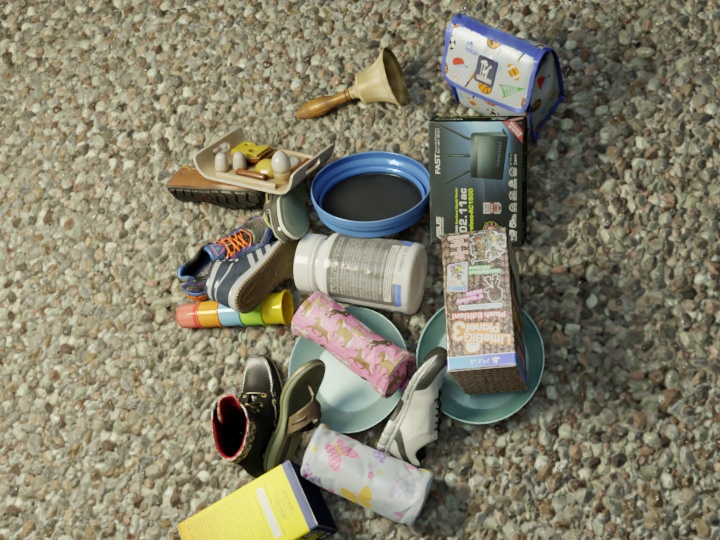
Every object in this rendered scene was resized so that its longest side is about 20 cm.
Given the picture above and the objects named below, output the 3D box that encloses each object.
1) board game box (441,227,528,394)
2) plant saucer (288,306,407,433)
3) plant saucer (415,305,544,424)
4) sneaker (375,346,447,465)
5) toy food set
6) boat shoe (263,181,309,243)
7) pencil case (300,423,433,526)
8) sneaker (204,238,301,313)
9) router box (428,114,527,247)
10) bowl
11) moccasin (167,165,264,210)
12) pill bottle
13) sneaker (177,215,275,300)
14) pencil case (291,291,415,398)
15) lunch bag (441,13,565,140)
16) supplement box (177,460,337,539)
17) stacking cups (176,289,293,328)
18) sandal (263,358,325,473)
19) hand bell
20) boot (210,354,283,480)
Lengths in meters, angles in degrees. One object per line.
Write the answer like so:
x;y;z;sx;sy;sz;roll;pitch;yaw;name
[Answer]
0.182;0.063;1.339;0.095;0.160;0.203;-6;69;14;board game box
-0.016;0.160;1.466;0.198;0.039;0.204;-5;70;15;plant saucer
0.185;0.138;1.418;0.197;0.036;0.203;-5;71;14;plant saucer
0.097;0.204;1.376;0.079;0.074;0.202;30;117;13;sneaker
-0.162;-0.196;1.553;0.197;0.061;0.144;14;35;23;toy food set
-0.128;-0.099;1.535;0.060;0.072;0.202;-35;26;19;boat shoe
0.010;0.300;1.363;0.198;0.084;0.091;22;48;5;pencil case
-0.174;-0.008;1.530;0.107;0.071;0.200;10;40;39;sneaker
0.185;-0.141;1.447;0.148;0.062;0.203;2;106;17;router box
0.018;-0.124;1.506;0.197;0.040;0.202;-3;40;3;bowl
-0.248;-0.153;1.617;0.199;0.074;0.079;7;64;38;moccasin
0.000;0.000;1.475;0.197;0.114;0.115;9;74;18;pill bottle
-0.228;-0.024;1.567;0.199;0.078;0.076;-40;67;0;sneaker
-0.011;0.114;1.409;0.199;0.086;0.084;33;114;22;pencil case
0.226;-0.317;1.475;0.169;0.200;0.125;29;80;21;lunch bag
-0.153;0.389;1.387;0.198;0.109;0.110;-31;66;4;supplement box
-0.212;0.067;1.547;0.197;0.061;0.061;-4;70;19;stacking cups
-0.089;0.228;1.402;0.057;0.079;0.204;26;105;32;sandal
-0.026;-0.307;1.618;0.198;0.104;0.106;-16;67;23;hand bell
-0.175;0.216;1.429;0.072;0.151;0.203;-3;71;14;boot
